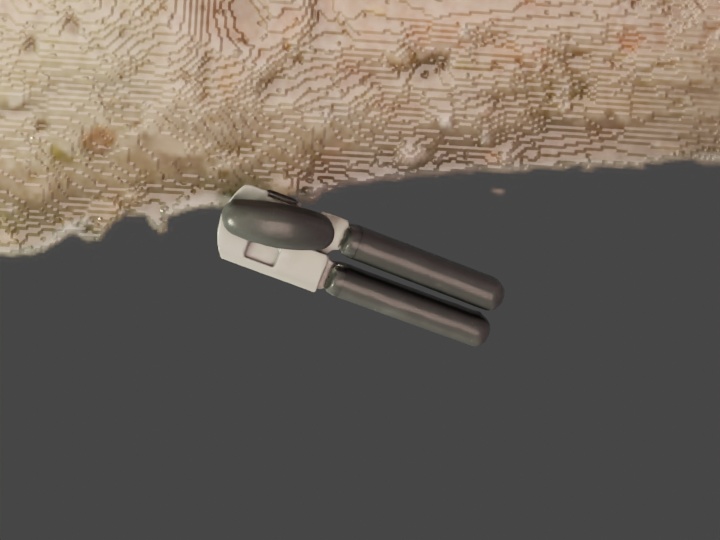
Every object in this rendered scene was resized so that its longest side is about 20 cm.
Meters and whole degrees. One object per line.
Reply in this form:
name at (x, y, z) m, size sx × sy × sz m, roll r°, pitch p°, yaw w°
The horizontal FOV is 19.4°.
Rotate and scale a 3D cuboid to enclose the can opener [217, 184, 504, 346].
can opener at (0.000, 0.000, 1.386) m, size 0.199 × 0.067 × 0.054 m, roll 20°, pitch 99°, yaw -9°
